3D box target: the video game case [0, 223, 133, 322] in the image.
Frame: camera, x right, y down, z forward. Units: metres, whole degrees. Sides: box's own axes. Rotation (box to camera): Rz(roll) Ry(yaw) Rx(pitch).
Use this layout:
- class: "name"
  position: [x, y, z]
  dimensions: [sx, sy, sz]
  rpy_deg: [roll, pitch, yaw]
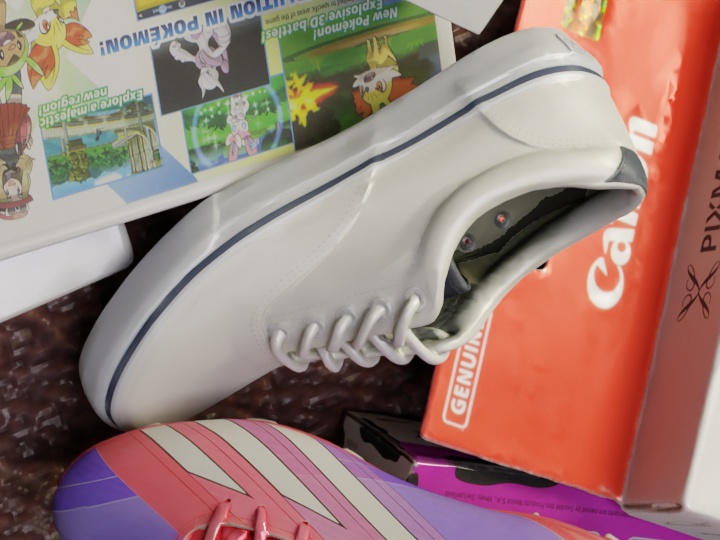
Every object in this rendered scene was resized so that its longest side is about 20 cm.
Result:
- class: "video game case"
  position: [-0.180, -0.057, 0.860]
  dimensions: [0.182, 0.024, 0.201]
  rpy_deg: [-24, 113, -17]

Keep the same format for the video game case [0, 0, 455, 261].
- class: "video game case"
  position: [-0.064, -0.111, 0.883]
  dimensions: [0.199, 0.022, 0.183]
  rpy_deg: [-18, 111, -29]

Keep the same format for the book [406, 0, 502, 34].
- class: "book"
  position: [0.032, -0.182, 0.841]
  dimensions: [0.133, 0.048, 0.200]
  rpy_deg: [21, 116, -29]

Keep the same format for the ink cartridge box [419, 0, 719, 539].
- class: "ink cartridge box"
  position: [0.123, -0.013, 0.969]
  dimensions: [0.173, 0.044, 0.201]
  rpy_deg: [20, 76, -29]

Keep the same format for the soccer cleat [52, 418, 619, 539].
- class: "soccer cleat"
  position: [-0.002, 0.098, 0.895]
  dimensions: [0.199, 0.077, 0.067]
  rpy_deg: [14, 113, -2]

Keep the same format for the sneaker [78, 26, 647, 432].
- class: "sneaker"
  position: [0.000, 0.000, 0.906]
  dimensions: [0.200, 0.071, 0.073]
  rpy_deg: [-35, 146, 7]

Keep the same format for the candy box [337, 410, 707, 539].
- class: "candy box"
  position: [0.041, 0.159, 1.004]
  dimensions: [0.136, 0.061, 0.201]
  rpy_deg: [9, 100, -27]
